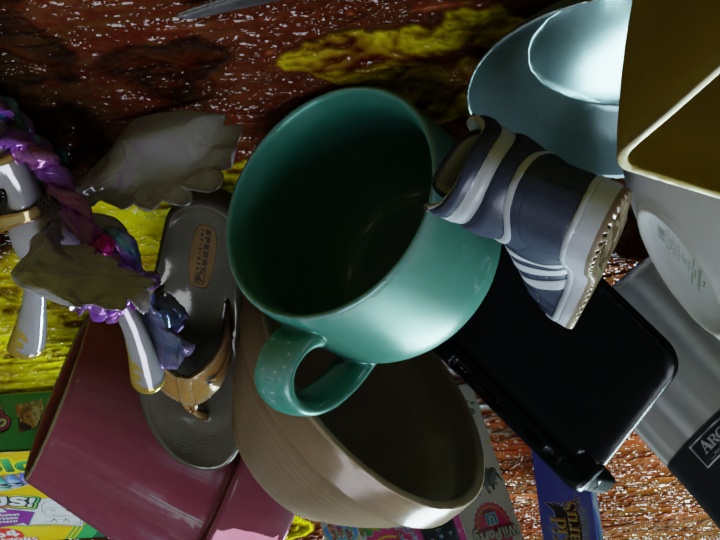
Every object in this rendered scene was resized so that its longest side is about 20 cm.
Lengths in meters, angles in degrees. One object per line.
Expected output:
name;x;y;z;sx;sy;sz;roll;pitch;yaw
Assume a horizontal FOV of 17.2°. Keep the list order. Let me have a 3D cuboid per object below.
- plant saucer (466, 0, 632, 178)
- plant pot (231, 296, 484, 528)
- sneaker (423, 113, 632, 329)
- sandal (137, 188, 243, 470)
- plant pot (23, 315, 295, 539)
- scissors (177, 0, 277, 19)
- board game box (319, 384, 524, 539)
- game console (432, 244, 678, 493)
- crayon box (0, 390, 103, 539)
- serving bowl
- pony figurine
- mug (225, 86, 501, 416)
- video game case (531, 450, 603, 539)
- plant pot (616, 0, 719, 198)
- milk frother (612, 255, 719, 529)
plant saucer;0.161;-0.120;1.401;0.200;0.039;0.201;-1;152;-1
plant pot;-0.019;0.097;1.562;0.093;0.201;0.200;-40;136;25
sneaker;0.096;-0.029;1.397;0.108;0.070;0.200;25;168;7
sandal;-0.108;0.044;1.573;0.081;0.055;0.201;12;114;5
plant pot;-0.136;0.123;1.710;0.178;0.201;0.200;23;147;-10
scissors;-0.011;-0.170;1.333;0.199;0.014;0.073;-3;154;7
board game box;0.049;0.207;1.833;0.064;0.201;0.147;-9;165;-46
game console;0.117;0.039;1.582;0.116;0.200;0.176;-46;164;6
crayon box;-0.293;0.159;1.890;0.199;0.059;0.173;-4;152;6
serving bowl;0.206;-0.016;1.341;0.066;0.200;0.200;-32;152;-8
pony figurine;-0.169;-0.017;1.470;0.192;0.167;0.201;14;140;28
mug;-0.001;-0.010;1.464;0.185;0.152;0.114;-42;142;11
video game case;0.173;0.233;1.890;0.045;0.201;0.181;-9;152;7
plant pot;0.251;-0.151;1.190;0.199;0.177;0.200;15;143;-27
milk frother;0.264;0.074;1.640;0.180;0.188;0.200;-40;167;-2
